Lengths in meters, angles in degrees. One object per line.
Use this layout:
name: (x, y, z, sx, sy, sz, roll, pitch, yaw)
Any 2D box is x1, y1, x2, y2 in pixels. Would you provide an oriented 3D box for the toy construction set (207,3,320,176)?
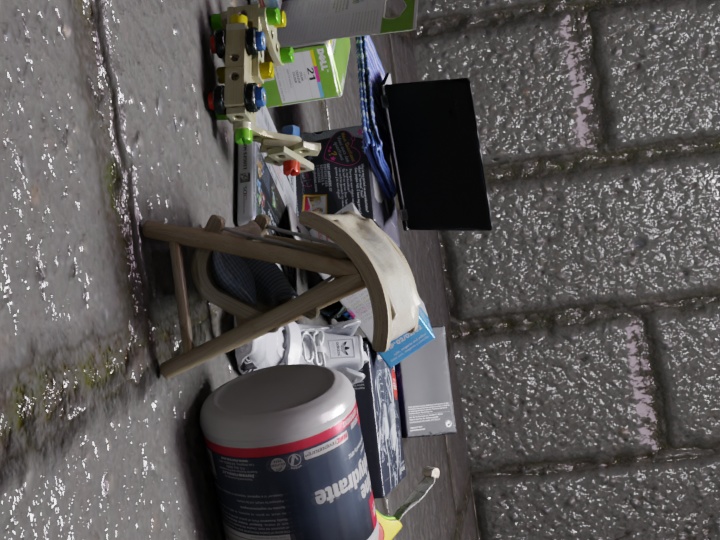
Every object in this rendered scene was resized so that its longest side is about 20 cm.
toy construction set: (-0.108, -0.193, 1.407, 0.131, 0.092, 0.200, 57, 17, -71)

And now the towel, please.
towel: (0.022, -0.207, 1.709, 0.145, 0.024, 0.200, 63, 21, -63)

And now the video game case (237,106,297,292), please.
video game case: (-0.105, -0.083, 1.526, 0.200, 0.023, 0.182, 69, 16, -60)

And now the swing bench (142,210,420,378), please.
swing bench: (-0.059, 0.009, 1.170, 0.199, 0.199, 0.130, -11, 94, -81)

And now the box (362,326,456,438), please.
box: (0.045, 0.155, 1.812, 0.200, 0.079, 0.142, 160, -73, -65)

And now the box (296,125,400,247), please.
box: (-0.020, -0.101, 1.769, 0.200, 0.114, 0.133, 45, 39, -76)

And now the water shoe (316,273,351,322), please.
water shoe: (-0.034, 0.030, 1.783, 0.079, 0.071, 0.200, -44, 161, -24)

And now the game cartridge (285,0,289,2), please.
game cartridge: (-0.075, -0.350, 1.761, 0.133, 0.040, 0.200, -90, -178, -66)

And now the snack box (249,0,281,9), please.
snack box: (-0.120, -0.419, 1.639, 0.116, 0.037, 0.200, 76, 11, -45)

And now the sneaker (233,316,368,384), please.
sneaker: (-0.059, 0.076, 1.387, 0.200, 0.115, 0.075, 58, 26, -69)

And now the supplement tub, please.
supplement tub: (-0.060, 0.197, 1.209, 0.140, 0.140, 0.200, -71, 152, -70)

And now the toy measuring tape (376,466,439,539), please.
toy measuring tape: (0.019, 0.298, 1.670, 0.200, 0.073, 0.074, -45, 141, -27)

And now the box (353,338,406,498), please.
box: (-0.015, 0.176, 1.626, 0.200, 0.104, 0.183, 4, 80, -81)

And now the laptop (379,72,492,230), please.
laptop: (0.096, -0.154, 1.700, 0.200, 0.116, 0.188, -73, 154, -74)

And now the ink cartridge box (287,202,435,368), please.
ink cartridge box: (0.000, 0.000, 1.552, 0.200, 0.068, 0.115, 54, 7, -19)

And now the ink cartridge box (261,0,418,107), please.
ink cartridge box: (-0.025, -0.270, 1.602, 0.148, 0.199, 0.076, -83, 163, -56)
